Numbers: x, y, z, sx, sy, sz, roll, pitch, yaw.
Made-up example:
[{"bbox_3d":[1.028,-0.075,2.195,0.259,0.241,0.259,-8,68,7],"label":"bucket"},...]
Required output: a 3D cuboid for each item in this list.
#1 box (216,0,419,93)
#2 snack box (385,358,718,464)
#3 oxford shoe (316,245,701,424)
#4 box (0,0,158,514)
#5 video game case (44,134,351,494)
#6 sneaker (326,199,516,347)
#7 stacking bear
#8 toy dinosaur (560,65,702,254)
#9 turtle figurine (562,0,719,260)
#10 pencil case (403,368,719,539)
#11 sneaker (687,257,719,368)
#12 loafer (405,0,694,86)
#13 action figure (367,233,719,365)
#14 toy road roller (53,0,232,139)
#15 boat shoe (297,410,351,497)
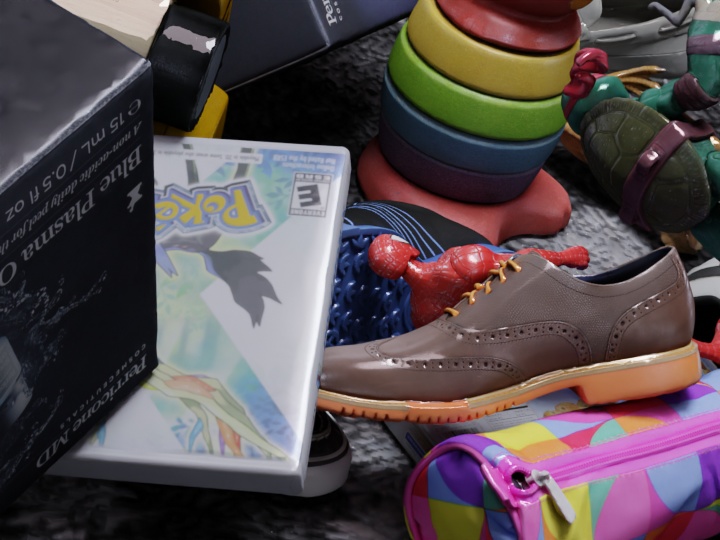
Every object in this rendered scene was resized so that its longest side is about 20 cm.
[{"bbox_3d":[-0.061,-0.209,1.460,0.198,0.123,0.200,-33,101,-62],"label":"box"},{"bbox_3d":[0.104,0.067,1.338,0.200,0.024,0.072,-6,41,-34],"label":"snack box"},{"bbox_3d":[0.060,0.028,1.228,0.200,0.073,0.071,-7,10,-16],"label":"oxford shoe"},{"bbox_3d":[-0.185,0.010,1.063,0.117,0.200,0.197,32,56,21],"label":"box"},{"bbox_3d":[-0.113,0.013,1.204,0.200,0.022,0.182,4,55,5],"label":"video game case"},{"bbox_3d":[0.000,0.000,1.328,0.078,0.070,0.200,23,10,34],"label":"sneaker"},{"bbox_3d":[0.076,-0.120,1.443,0.114,0.200,0.121,35,36,25],"label":"stacking bear"},{"bbox_3d":[0.133,-0.086,1.554,0.200,0.060,0.106,34,37,24],"label":"toy dinosaur"},{"bbox_3d":[0.172,-0.058,1.361,0.101,0.150,0.200,-34,64,-24],"label":"turtle figurine"},{"bbox_3d":[0.115,0.101,1.239,0.200,0.088,0.088,-12,43,-40],"label":"pencil case"},{"bbox_3d":[0.243,0.058,1.398,0.080,0.074,0.200,-27,48,-31],"label":"sneaker"},{"bbox_3d":[0.125,-0.158,1.649,0.200,0.070,0.070,2,36,-24],"label":"loafer"},{"bbox_3d":[0.090,0.019,1.293,0.200,0.065,0.052,17,43,-28],"label":"action figure"},{"bbox_3d":[-0.117,-0.120,1.324,0.123,0.200,0.146,20,60,2],"label":"toy road roller"},{"bbox_3d":[-0.079,0.032,1.260,0.200,0.064,0.071,37,36,25],"label":"boat shoe"}]
